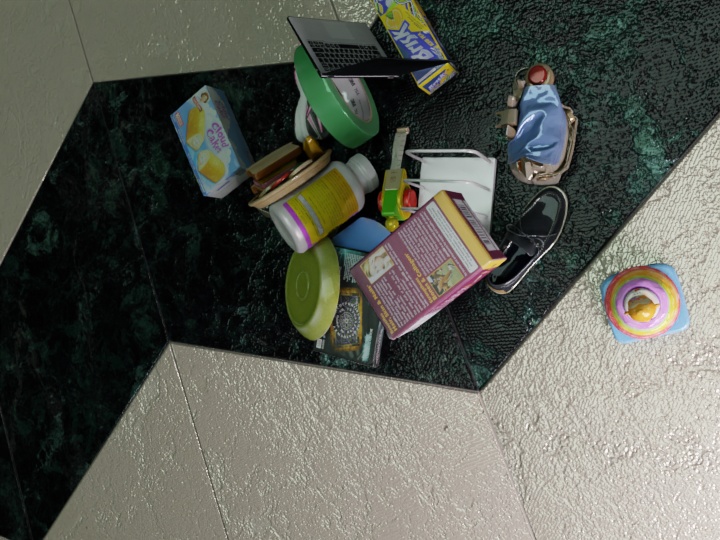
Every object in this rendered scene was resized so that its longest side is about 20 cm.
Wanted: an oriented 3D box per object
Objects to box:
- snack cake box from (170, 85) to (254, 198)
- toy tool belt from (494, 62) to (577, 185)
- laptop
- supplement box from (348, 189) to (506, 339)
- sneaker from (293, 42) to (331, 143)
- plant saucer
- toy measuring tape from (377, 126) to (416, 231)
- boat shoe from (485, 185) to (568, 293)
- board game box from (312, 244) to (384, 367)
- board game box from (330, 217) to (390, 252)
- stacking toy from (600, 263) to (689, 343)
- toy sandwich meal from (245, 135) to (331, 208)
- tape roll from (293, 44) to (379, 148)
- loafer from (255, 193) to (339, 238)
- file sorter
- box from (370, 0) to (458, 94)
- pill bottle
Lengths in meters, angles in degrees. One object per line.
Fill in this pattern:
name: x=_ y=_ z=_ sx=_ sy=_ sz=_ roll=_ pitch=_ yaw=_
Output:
snack cake box: x=-0.312 y=-0.273 z=1.307 sx=0.114 sy=0.067 sz=0.203 roll=-31 pitch=77 yaw=24
toy tool belt: x=0.279 y=-0.241 z=0.975 sx=0.122 sy=0.122 sz=0.205 roll=1 pitch=90 yaw=26
laptop: x=0.016 y=-0.377 z=1.001 sx=0.116 sy=0.185 sz=0.203 roll=-45 pitch=68 yaw=44
supplement box: x=0.102 y=-0.008 z=0.940 sx=0.199 sy=0.103 sz=0.132 roll=-39 pitch=76 yaw=23
sneaker: x=-0.077 y=-0.351 z=1.193 sx=0.084 sy=0.080 sz=0.205 roll=3 pitch=100 yaw=15
plant saucer: x=-0.100 y=0.029 z=1.163 sx=0.199 sy=0.030 sz=0.205 roll=-15 pitch=72 yaw=58
toy measuring tape: x=0.073 y=-0.162 z=1.126 sx=0.072 sy=0.074 sz=0.205 roll=-1 pitch=68 yaw=26
boat shoe: x=0.273 y=-0.049 z=1.013 sx=0.074 sy=0.062 sz=0.202 roll=39 pitch=105 yaw=22
board game box: x=-0.014 y=0.064 z=1.132 sx=0.133 sy=0.028 sz=0.205 roll=12 pitch=97 yaw=26
board game box: x=0.000 y=0.000 z=1.163 sx=0.198 sy=0.039 sz=0.160 roll=-34 pitch=77 yaw=23
stacking toy: x=0.400 y=0.049 z=0.871 sx=0.114 sy=0.199 sz=0.112 roll=-18 pitch=83 yaw=26
toy sandwich meal: x=-0.140 y=-0.189 z=1.129 sx=0.202 sy=0.206 sz=0.071 roll=-27 pitch=106 yaw=24
tape roll: x=-0.039 y=-0.321 z=1.093 sx=0.048 sy=0.199 sz=0.204 roll=-26 pitch=79 yaw=25
loafer: x=-0.131 y=-0.111 z=1.212 sx=0.196 sy=0.069 sz=0.077 roll=16 pitch=97 yaw=25
file sorter: x=0.143 y=-0.097 z=1.044 sx=0.136 sy=0.124 sz=0.205 roll=5 pitch=93 yaw=27
box: x=0.095 y=-0.424 z=1.102 sx=0.069 sy=0.064 sz=0.203 roll=-32 pitch=77 yaw=23
pill bottle: x=-0.062 y=-0.129 z=1.121 sx=0.199 sy=0.105 sz=0.105 roll=-37 pitch=72 yaw=-14
